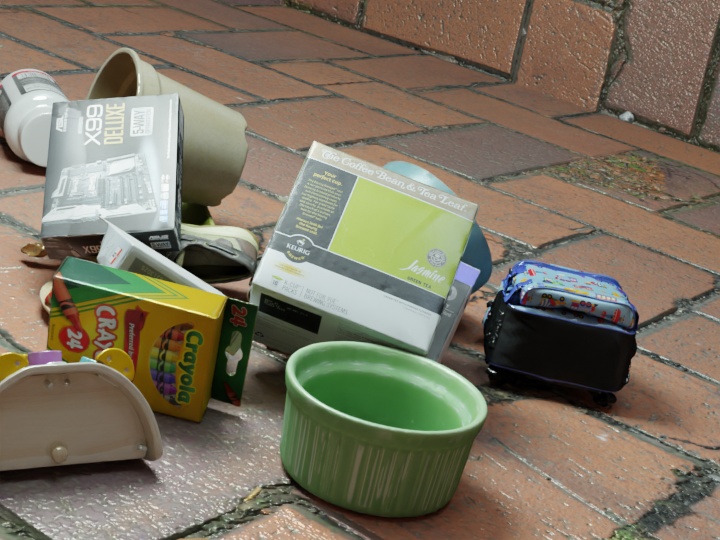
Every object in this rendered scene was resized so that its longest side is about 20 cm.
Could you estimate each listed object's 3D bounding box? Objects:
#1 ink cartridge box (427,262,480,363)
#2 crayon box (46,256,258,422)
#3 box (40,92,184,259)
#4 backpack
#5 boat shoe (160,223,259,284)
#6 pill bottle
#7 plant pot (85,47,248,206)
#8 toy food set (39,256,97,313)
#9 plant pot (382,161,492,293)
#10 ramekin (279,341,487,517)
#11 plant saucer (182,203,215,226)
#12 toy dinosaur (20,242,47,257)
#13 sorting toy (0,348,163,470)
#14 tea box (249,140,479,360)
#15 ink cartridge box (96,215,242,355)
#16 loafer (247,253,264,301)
[{"bbox_3d":[0.023,0.022,1.673,0.197,0.044,0.201,24,54,5],"label":"ink cartridge box"},{"bbox_3d":[-0.209,0.072,1.432,0.198,0.128,0.051,13,28,3],"label":"crayon box"},{"bbox_3d":[-0.290,-0.113,1.706,0.156,0.050,0.201,-3,58,2],"label":"box"},{"bbox_3d":[0.240,0.062,1.770,0.181,0.136,0.200,13,15,-2],"label":"backpack"},{"bbox_3d":[-0.223,-0.018,1.765,0.198,0.074,0.065,-4,33,-3],"label":"boat shoe"},{"bbox_3d":[-0.481,-0.224,2.151,0.110,0.112,0.200,5,20,-23],"label":"pill bottle"},{"bbox_3d":[-0.257,-0.170,1.909,0.182,0.202,0.200,15,14,-31],"label":"plant pot"},{"bbox_3d":[-0.263,0.034,1.641,0.196,0.049,0.200,17,18,13],"label":"toy food set"},{"bbox_3d":[0.049,-0.018,1.832,0.135,0.201,0.199,-40,46,-24],"label":"plant pot"},{"bbox_3d":[0.016,0.154,1.397,0.198,0.099,0.200,12,19,-4],"label":"ramekin"},{"bbox_3d":[-0.307,-0.080,1.948,0.198,0.048,0.200,8,19,-16],"label":"plant saucer"},{"bbox_3d":[-0.319,-0.057,1.780,0.199,0.061,0.106,-34,-1,-12],"label":"toy dinosaur"},{"bbox_3d":[-0.309,0.119,1.328,0.199,0.108,0.179,-1,3,-35],"label":"sorting toy"},{"bbox_3d":[0.000,0.000,1.571,0.199,0.134,0.198,22,62,2],"label":"tea box"},{"bbox_3d":[-0.213,0.013,1.554,0.162,0.050,0.200,34,-5,-23],"label":"ink cartridge box"},{"bbox_3d":[-0.107,0.029,1.738,0.062,0.073,0.200,-2,25,-18],"label":"loafer"}]
